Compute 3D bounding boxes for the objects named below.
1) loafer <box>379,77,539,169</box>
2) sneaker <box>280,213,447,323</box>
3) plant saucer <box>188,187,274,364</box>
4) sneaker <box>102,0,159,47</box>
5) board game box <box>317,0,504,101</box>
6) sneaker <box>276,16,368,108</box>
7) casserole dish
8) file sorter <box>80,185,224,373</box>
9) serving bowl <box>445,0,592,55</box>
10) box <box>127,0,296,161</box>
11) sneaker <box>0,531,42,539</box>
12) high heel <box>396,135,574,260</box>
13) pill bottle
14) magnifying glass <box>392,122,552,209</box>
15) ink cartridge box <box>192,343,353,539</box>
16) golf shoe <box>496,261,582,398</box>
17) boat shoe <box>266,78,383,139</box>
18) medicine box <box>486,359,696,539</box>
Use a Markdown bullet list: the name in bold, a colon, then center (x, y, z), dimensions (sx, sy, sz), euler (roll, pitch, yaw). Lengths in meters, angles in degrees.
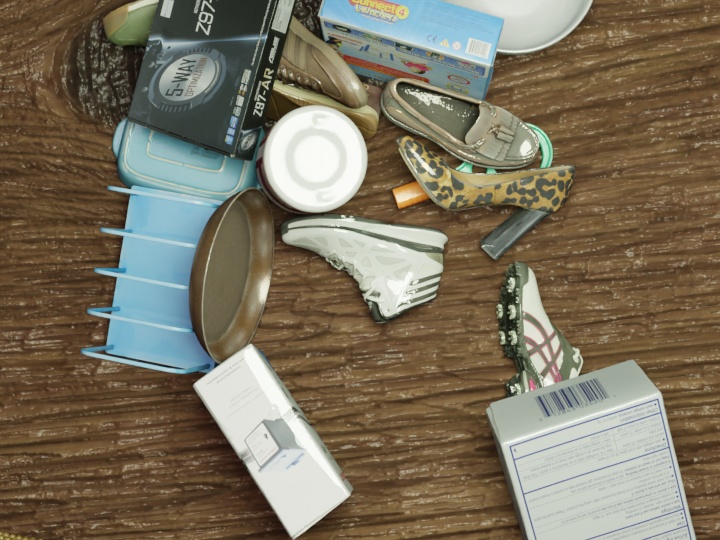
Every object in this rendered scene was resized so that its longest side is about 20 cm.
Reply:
- **loafer**: center (0.118, -0.172, 1.532), dimensions (0.198, 0.063, 0.073), euler (20, 82, -2)
- **sneaker**: center (0.000, 0.000, 1.533), dimensions (0.198, 0.076, 0.117), euler (7, 84, -5)
- **plant saucer**: center (-0.148, 0.004, 1.487), dimensions (0.032, 0.200, 0.203), euler (9, 84, 16)
- **sneaker**: center (-0.206, -0.284, 1.579), dimensions (0.197, 0.067, 0.091), euler (-14, 79, -2)
- **board game box**: center (0.058, -0.259, 1.502), dimensions (0.197, 0.196, 0.057), euler (17, 85, 3)
- **sneaker**: center (-0.075, -0.239, 1.520), dimensions (0.076, 0.070, 0.200), euler (-44, 69, -3)
- **casserole dish**: center (-0.205, -0.142, 1.581), dimensions (0.197, 0.039, 0.123), euler (13, 85, 3)
- **file sorter**: center (-0.231, 0.010, 1.506), dimensions (0.137, 0.123, 0.203), euler (10, 92, 11)
- **serving bowl**: center (0.182, -0.351, 1.572), dimensions (0.197, 0.066, 0.203), euler (0, 85, 3)
- **box**: center (-0.170, -0.244, 1.502), dimensions (0.159, 0.043, 0.203), euler (21, 99, 26)
- **sneaker**: center (-0.403, 0.360, 1.526), dimensions (0.197, 0.075, 0.091), euler (13, 93, 10)
- **high heel**: center (0.146, -0.122, 1.513), dimensions (0.142, 0.072, 0.200), euler (-42, 113, 14)
- **pill bottle**: center (-0.060, -0.121, 1.484), dimensions (0.112, 0.200, 0.116), euler (0, 92, -8)
- **magnifying glass**: center (0.135, -0.118, 1.573), dimensions (0.198, 0.022, 0.081), euler (-19, 84, 1)
- **ink cartridge box**: center (-0.096, 0.192, 1.488), dimensions (0.085, 0.146, 0.201), euler (-35, 84, -3)
- **golf shoe**: center (0.209, 0.088, 1.530), dimensions (0.087, 0.077, 0.203), euler (-7, 92, -9)
- **boat shoe**: center (-0.066, -0.220, 1.574), dimensions (0.197, 0.072, 0.073), euler (16, 65, 8)
- **medicine box**: center (0.255, 0.230, 1.459), dimensions (0.180, 0.103, 0.202), euler (-17, 108, 0)
